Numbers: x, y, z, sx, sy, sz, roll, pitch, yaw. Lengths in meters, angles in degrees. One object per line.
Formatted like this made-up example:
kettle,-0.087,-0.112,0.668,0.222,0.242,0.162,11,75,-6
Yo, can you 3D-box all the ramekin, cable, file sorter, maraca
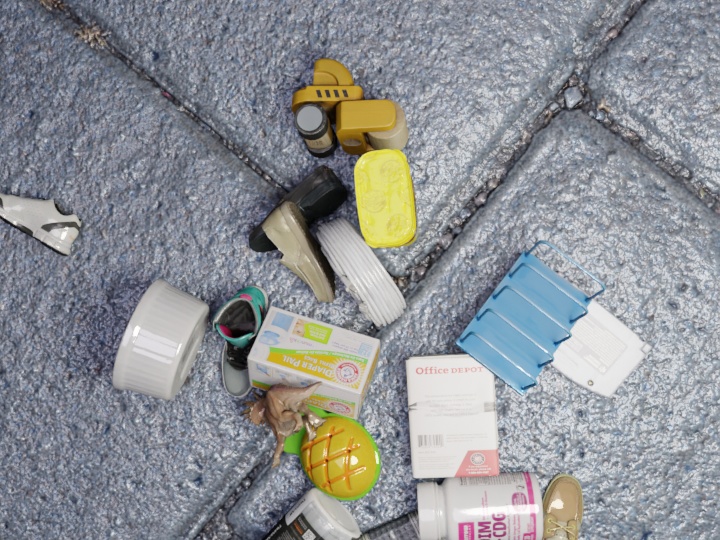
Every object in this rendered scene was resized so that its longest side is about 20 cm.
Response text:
ramekin,-0.334,0.123,1.421,0.097,0.200,0.201,22,92,-1
cable,0.000,0.000,1.375,0.069,0.200,0.200,-33,64,1
file sorter,0.270,0.072,1.319,0.139,0.123,0.200,37,79,7
maraca,-0.053,0.305,1.427,0.200,0.107,0.137,35,97,22

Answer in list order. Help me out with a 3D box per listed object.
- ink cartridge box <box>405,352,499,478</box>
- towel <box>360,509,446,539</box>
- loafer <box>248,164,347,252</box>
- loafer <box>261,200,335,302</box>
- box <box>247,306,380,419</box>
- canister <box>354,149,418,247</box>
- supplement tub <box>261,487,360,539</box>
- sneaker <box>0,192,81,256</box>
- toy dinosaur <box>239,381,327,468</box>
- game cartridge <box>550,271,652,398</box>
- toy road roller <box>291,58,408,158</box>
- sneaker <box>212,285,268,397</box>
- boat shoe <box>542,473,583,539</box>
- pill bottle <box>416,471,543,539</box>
ink cartridge box,0.156,0.240,1.409,0.146,0.083,0.201,-3,89,7
towel,0.088,0.530,1.447,0.192,0.035,0.201,-26,84,3
loafer,-0.117,-0.105,1.463,0.200,0.073,0.072,-33,57,8
loafer,-0.103,-0.025,1.427,0.068,0.076,0.201,-21,115,13
box,-0.078,0.157,1.410,0.199,0.102,0.113,16,56,7
canister,0.048,-0.111,1.367,0.086,0.200,0.149,-7,89,7
supplement tub,-0.106,0.481,1.422,0.123,0.123,0.200,44,94,6
sneaker,-0.600,-0.104,1.525,0.199,0.074,0.080,29,79,2
toy dinosaur,-0.134,0.227,1.374,0.136,0.086,0.200,51,138,23
game cartridge,0.371,0.114,1.408,0.200,0.042,0.133,40,98,6
toy road roller,-0.019,-0.280,1.421,0.199,0.123,0.147,1,79,8
sneaker,-0.209,0.126,1.438,0.083,0.121,0.201,9,92,8
boat shoe,0.333,0.444,1.393,0.074,0.066,0.201,9,91,7
pill bottle,0.195,0.396,1.382,0.199,0.113,0.114,-4,89,3
